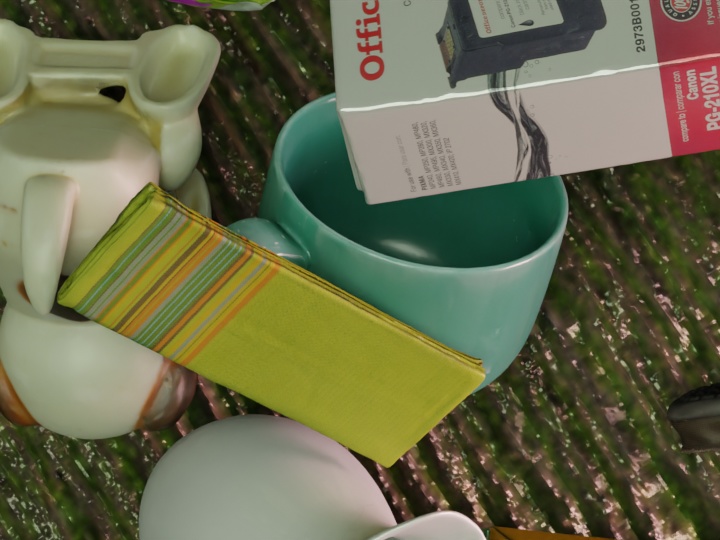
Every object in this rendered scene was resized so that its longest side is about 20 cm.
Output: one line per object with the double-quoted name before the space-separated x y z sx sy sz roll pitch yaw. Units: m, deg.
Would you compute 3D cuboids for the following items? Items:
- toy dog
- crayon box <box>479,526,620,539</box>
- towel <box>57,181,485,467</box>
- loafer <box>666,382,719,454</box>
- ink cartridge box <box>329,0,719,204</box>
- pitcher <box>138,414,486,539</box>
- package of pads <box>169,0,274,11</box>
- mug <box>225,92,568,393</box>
"toy dog" -0.135 -0.005 1.378 0.139 0.194 0.201 -4 128 -6
"crayon box" 0.125 0.206 1.385 0.199 0.052 0.127 8 96 -19
"towel" -0.042 0.029 1.284 0.199 0.018 0.086 28 129 -25
"loafer" 0.257 0.101 1.389 0.199 0.073 0.071 8 95 6
"ink cartridge box" 0.085 -0.126 1.294 0.199 0.084 0.146 -8 59 7
"pitcher" -0.049 0.162 1.354 0.171 0.200 0.122 -41 121 -17
"package of pads" -0.098 -0.240 1.374 0.154 0.068 0.201 14 98 36
"mug" 0.004 -0.006 1.365 0.184 0.152 0.115 8 129 -9
